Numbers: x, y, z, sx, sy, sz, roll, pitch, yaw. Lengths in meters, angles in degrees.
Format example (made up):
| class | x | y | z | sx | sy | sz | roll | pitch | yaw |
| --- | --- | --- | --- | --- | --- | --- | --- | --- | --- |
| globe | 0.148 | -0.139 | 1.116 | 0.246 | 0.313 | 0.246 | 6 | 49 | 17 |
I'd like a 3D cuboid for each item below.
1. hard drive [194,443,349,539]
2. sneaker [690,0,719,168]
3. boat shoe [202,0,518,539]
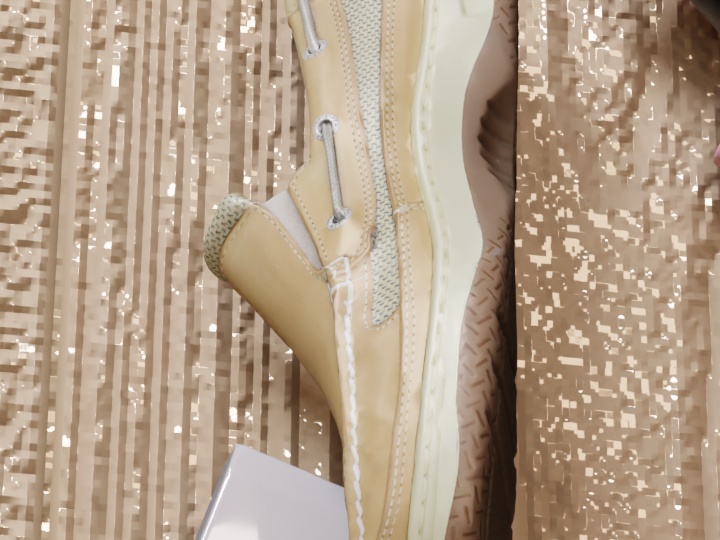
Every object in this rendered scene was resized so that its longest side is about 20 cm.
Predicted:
| class | x | y | z | sx | sy | sz | roll | pitch | yaw |
| --- | --- | --- | --- | --- | --- | --- | --- | --- | --- |
| hard drive | 0.039 | 0.138 | 0.650 | 0.199 | 0.027 | 0.132 | 23 | 64 | -4 |
| sneaker | 0.140 | -0.028 | 0.733 | 0.082 | 0.070 | 0.200 | -32 | 75 | -6 |
| boat shoe | 0.000 | 0.000 | 0.675 | 0.076 | 0.072 | 0.201 | 0 | 48 | 3 |
